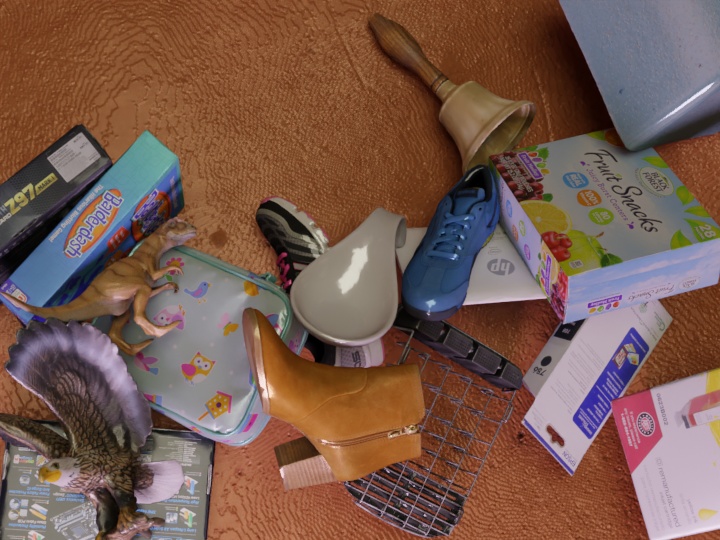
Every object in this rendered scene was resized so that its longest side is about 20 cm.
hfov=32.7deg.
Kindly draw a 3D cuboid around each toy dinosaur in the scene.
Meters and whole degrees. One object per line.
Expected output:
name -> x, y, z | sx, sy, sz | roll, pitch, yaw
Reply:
toy dinosaur -> -0.221, 0.024, 1.092 | 0.199, 0.060, 0.107 | -37, 96, -40

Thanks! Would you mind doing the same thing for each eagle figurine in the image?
eagle figurine -> -0.252, 0.153, 1.070 | 0.151, 0.151, 0.201 | -31, 79, -18

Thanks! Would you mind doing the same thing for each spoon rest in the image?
spoon rest -> 0.000, 0.000, 1.147 | 0.098, 0.061, 0.201 | 20, 38, 7

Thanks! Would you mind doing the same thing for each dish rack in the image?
dish rack -> 0.065, 0.150, 1.190 | 0.152, 0.054, 0.202 | 30, 80, -22

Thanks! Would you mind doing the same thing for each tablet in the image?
tablet -> 0.135, -0.011, 1.233 | 0.197, 0.014, 0.131 | -5, 37, -8

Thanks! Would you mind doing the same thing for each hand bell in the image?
hand bell -> 0.078, -0.199, 1.283 | 0.104, 0.104, 0.200 | -41, 73, -14

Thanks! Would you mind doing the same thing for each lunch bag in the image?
lunch bag -> -0.150, 0.063, 1.158 | 0.198, 0.077, 0.162 | 23, 79, 20

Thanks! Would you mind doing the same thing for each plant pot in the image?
plant pot -> 0.352, -0.261, 1.225 | 0.194, 0.199, 0.199 | -14, 78, -44

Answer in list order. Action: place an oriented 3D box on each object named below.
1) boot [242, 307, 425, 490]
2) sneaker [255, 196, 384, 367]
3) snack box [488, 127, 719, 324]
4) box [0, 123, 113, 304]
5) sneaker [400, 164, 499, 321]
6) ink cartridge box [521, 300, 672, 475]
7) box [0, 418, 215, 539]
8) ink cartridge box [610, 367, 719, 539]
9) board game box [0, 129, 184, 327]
boot -> -0.019, 0.099, 1.073 | 0.142, 0.071, 0.203 | -17, 123, -7
sneaker -> -0.058, 0.023, 1.209 | 0.087, 0.074, 0.201 | -31, 88, -19
snack box -> 0.237, -0.052, 1.215 | 0.166, 0.068, 0.201 | -13, 43, -11
box -> -0.316, -0.037, 1.146 | 0.199, 0.158, 0.051 | -40, 84, -13
sneaker -> 0.087, -0.032, 1.184 | 0.065, 0.079, 0.201 | 15, 40, 14
ink cartridge box -> 0.229, 0.094, 1.229 | 0.100, 0.039, 0.201 | 47, 71, -30
box -> -0.240, 0.227, 1.156 | 0.197, 0.046, 0.161 | 5, 77, -7
ink cartridge box -> 0.359, 0.164, 1.170 | 0.083, 0.199, 0.147 | 0, 72, -51
board game box -> -0.247, -0.024, 1.155 | 0.045, 0.152, 0.201 | 38, 76, 4
